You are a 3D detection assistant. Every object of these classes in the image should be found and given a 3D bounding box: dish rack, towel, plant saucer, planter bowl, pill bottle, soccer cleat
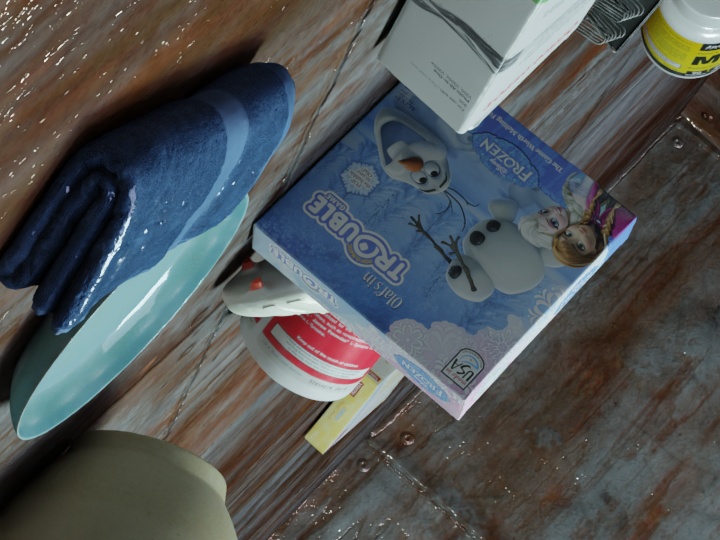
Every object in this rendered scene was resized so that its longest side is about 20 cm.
[{"bbox_3d":[0.254,-0.271,2.038,0.153,0.055,0.200,-51,172,19],"label":"dish rack"},{"bbox_3d":[-0.101,-0.044,1.141,0.112,0.049,0.200,-53,171,29],"label":"towel"},{"bbox_3d":[-0.144,0.019,1.317,0.200,0.027,0.200,-46,173,-7],"label":"plant saucer"},{"bbox_3d":[-0.171,0.199,1.579,0.200,0.200,0.135,119,-12,-62],"label":"planter bowl"},{"bbox_3d":[0.000,0.000,1.734,0.200,0.112,0.112,-51,172,28],"label":"pill bottle"},{"bbox_3d":[0.381,-0.295,2.447,0.114,0.114,0.200,-47,173,-9],"label":"pill bottle"},{"bbox_3d":[-0.002,0.011,1.631,0.200,0.078,0.069,-15,-151,-8],"label":"soccer cleat"}]

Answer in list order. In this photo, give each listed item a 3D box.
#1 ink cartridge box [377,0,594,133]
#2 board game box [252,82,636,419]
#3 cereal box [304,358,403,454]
[{"bbox_3d":[0.108,-0.200,1.406,0.146,0.084,0.200,-43,172,-33],"label":"ink cartridge box"},{"bbox_3d":[0.061,-0.028,1.583,0.199,0.200,0.043,-46,167,-21],"label":"board game box"},{"bbox_3d":[0.014,0.158,2.991,0.144,0.040,0.200,-52,171,30],"label":"cereal box"}]
